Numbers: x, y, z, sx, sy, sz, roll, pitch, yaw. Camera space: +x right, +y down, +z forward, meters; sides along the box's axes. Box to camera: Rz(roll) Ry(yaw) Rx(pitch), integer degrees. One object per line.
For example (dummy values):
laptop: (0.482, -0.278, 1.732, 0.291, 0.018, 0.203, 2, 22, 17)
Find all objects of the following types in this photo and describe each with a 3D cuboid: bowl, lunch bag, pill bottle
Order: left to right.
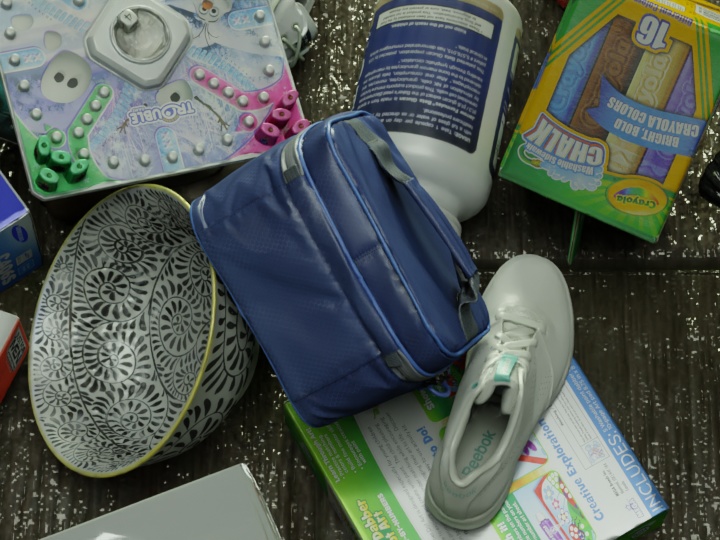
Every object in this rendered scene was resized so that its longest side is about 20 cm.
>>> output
bowl: (-0.132, 0.049, 1.576, 0.200, 0.094, 0.202, -16, 67, 42)
lunch bag: (0.000, 0.000, 1.512, 0.132, 0.136, 0.201, -31, 90, 21)
pill bottle: (0.046, -0.102, 1.647, 0.110, 0.111, 0.201, 11, 68, 4)

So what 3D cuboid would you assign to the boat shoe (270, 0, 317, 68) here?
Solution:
boat shoe: (-0.065, -0.183, 1.699, 0.066, 0.074, 0.201, 14, 68, 6)

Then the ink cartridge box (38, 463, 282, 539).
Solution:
ink cartridge box: (-0.121, 0.209, 1.470, 0.144, 0.200, 0.084, -20, 69, -9)

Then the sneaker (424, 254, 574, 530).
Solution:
sneaker: (0.099, 0.072, 1.544, 0.075, 0.089, 0.201, 16, 68, 7)

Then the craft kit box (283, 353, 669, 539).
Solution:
craft kit box: (0.078, 0.135, 1.588, 0.197, 0.049, 0.201, -26, 70, -13)

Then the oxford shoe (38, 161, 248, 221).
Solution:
oxford shoe: (-0.132, -0.053, 1.648, 0.199, 0.073, 0.085, -8, 73, -2)

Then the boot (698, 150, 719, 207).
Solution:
boot: (0.293, -0.013, 1.627, 0.211, 0.080, 0.158, -40, 80, -26)

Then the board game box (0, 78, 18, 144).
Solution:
board game box: (-0.259, -0.177, 1.659, 0.135, 0.028, 0.201, 18, 45, -18)

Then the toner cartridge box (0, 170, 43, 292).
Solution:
toner cartridge box: (-0.302, -0.087, 1.647, 0.043, 0.095, 0.200, -33, 72, -13)

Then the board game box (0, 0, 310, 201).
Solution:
board game box: (-0.151, -0.162, 1.576, 0.199, 0.026, 0.201, -12, 76, -19)

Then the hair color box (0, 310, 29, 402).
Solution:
hair color box: (-0.314, 0.109, 1.559, 0.101, 0.061, 0.201, 22, 70, 9)

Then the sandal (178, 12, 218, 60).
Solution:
sandal: (-0.143, -0.194, 1.692, 0.079, 0.059, 0.207, -15, 38, -2)

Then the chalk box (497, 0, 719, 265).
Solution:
chalk box: (0.177, -0.103, 1.619, 0.123, 0.124, 0.201, 24, 106, 3)

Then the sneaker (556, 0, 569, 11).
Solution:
sneaker: (0.127, -0.267, 1.716, 0.201, 0.108, 0.067, 38, 72, 14)
